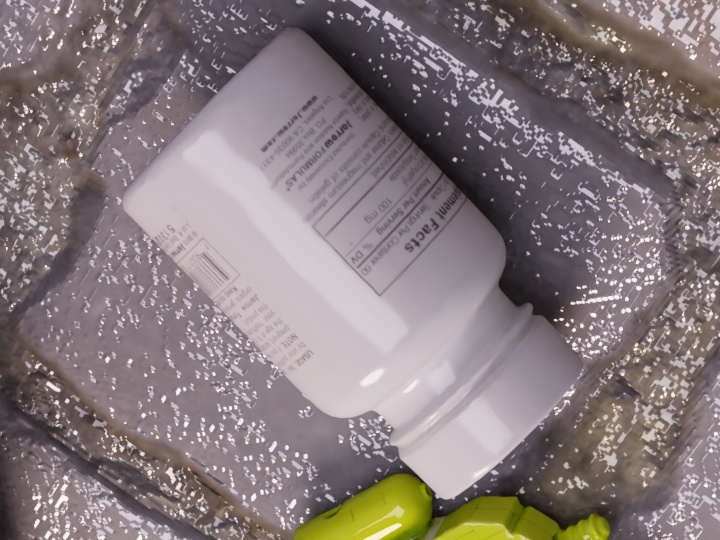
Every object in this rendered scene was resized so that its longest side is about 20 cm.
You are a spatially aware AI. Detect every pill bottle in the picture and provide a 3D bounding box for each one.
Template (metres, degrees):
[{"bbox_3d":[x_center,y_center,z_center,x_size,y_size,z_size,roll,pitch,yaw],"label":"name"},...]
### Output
[{"bbox_3d":[0.000,0.000,1.317,0.200,0.114,0.114,46,113,-3],"label":"pill bottle"}]

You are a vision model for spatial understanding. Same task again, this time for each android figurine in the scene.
[{"bbox_3d":[0.046,0.183,1.406,0.199,0.041,0.183,-32,97,22],"label":"android figurine"}]
